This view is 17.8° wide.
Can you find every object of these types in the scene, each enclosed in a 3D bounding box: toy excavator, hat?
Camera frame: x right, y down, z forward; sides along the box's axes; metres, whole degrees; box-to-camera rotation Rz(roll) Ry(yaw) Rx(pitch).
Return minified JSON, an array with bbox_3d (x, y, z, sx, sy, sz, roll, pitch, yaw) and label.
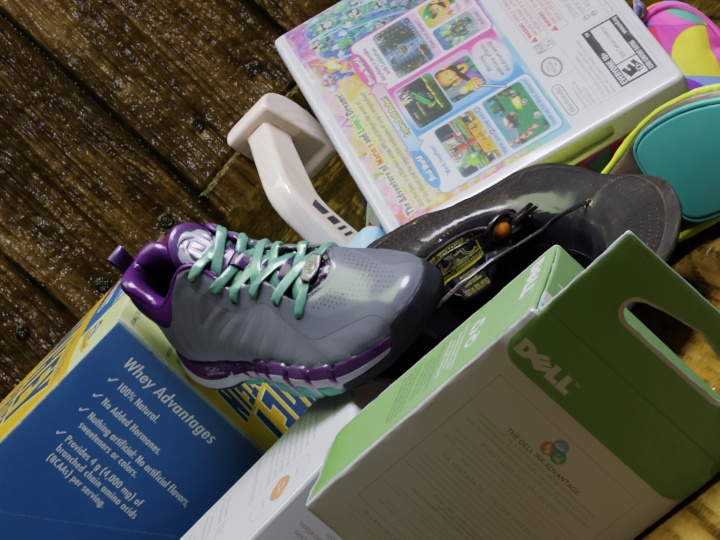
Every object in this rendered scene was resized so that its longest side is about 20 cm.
[{"bbox_3d":[0.000,0.000,1.291,0.100,0.200,0.195,-43,12,22],"label":"toy excavator"},{"bbox_3d":[0.078,0.026,1.139,0.199,0.081,0.201,-20,24,9],"label":"hat"}]

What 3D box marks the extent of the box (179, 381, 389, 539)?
[{"bbox_3d":[-0.036,0.159,1.120,0.200,0.097,0.124,-46,9,11],"label":"box"}]

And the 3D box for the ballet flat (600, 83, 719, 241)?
[{"bbox_3d":[0.162,-0.047,1.190,0.067,0.067,0.200,-36,-4,-45],"label":"ballet flat"}]

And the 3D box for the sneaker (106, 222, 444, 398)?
[{"bbox_3d":[-0.048,0.012,1.114,0.199,0.087,0.075,-12,43,50],"label":"sneaker"}]

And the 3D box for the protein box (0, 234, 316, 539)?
[{"bbox_3d":[-0.115,0.132,1.290,0.200,0.198,0.135,-44,10,18],"label":"protein box"}]

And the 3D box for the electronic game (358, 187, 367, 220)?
[{"bbox_3d":[0.033,-0.070,1.535,0.041,0.201,0.200,-10,23,19],"label":"electronic game"}]

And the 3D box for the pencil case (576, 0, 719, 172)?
[{"bbox_3d":[0.144,-0.087,1.379,0.089,0.088,0.200,-53,8,-34],"label":"pencil case"}]

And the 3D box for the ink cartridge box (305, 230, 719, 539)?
[{"bbox_3d":[0.081,0.062,0.948,0.200,0.104,0.059,-43,10,31],"label":"ink cartridge box"}]

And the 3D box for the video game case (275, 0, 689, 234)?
[{"bbox_3d":[0.064,-0.115,1.303,0.181,0.024,0.200,-30,46,0],"label":"video game case"}]

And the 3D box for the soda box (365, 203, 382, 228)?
[{"bbox_3d":[0.043,-0.046,1.395,0.064,0.068,0.202,164,109,-74],"label":"soda box"}]
